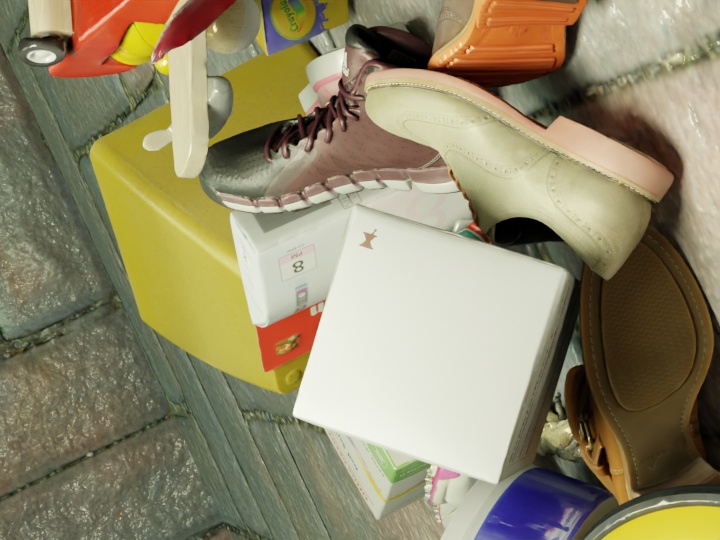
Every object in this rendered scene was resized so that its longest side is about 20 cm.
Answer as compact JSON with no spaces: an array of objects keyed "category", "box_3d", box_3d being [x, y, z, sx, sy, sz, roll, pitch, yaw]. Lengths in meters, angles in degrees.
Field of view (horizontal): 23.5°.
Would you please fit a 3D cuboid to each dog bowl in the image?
[{"category":"dog bowl","box_3d":[0.107,0.231,1.142,0.079,0.200,0.201,15,139,26]}]

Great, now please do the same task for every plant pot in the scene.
[{"category":"plant pot","box_3d":[-0.065,-0.025,1.352,0.176,0.200,0.200,44,155,40]}]

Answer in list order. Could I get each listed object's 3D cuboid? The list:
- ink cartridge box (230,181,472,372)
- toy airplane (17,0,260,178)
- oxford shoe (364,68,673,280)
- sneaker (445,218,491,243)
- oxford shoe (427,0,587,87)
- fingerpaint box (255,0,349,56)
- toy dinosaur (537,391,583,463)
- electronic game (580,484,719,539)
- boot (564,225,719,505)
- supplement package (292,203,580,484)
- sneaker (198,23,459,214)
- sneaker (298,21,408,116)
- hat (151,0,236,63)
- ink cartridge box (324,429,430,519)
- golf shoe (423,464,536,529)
[{"category":"ink cartridge box","box_3d":[0.000,0.000,1.216,0.057,0.162,0.200,55,164,36]},{"category":"toy airplane","box_3d":[-0.113,-0.182,1.110,0.199,0.141,0.201,39,107,44]},{"category":"oxford shoe","box_3d":[0.069,-0.056,0.936,0.200,0.074,0.071,26,-179,40]},{"category":"sneaker","box_3d":[0.066,0.015,1.201,0.070,0.093,0.200,41,-179,9]},{"category":"oxford shoe","box_3d":[0.078,-0.150,0.932,0.200,0.071,0.073,130,137,-73]},{"category":"fingerpaint box","box_3d":[-0.079,-0.281,1.203,0.167,0.073,0.200,55,162,34]},{"category":"toy dinosaur","box_3d":[0.110,0.092,1.224,0.088,0.047,0.200,59,169,-6]},{"category":"electronic game","box_3d":[0.198,0.203,0.913,0.199,0.042,0.201,11,117,23]},{"category":"boot","box_3d":[0.150,0.065,0.999,0.155,0.073,0.201,-144,40,-79]},{"category":"supplement package","box_3d":[0.051,0.041,0.962,0.116,0.118,0.200,18,180,12]},{"category":"sneaker","box_3d":[-0.017,-0.103,1.074,0.116,0.199,0.076,71,-162,-45]},{"category":"sneaker","box_3d":[0.010,-0.101,1.187,0.200,0.075,0.105,145,101,-80]},{"category":"hat","box_3d":[-0.025,-0.213,0.826,0.200,0.175,0.166,-121,36,-53]},{"category":"ink cartridge box","box_3d":[0.021,0.149,1.564,0.117,0.067,0.200,59,164,19]},{"category":"golf shoe","box_3d":[0.095,0.146,1.241,0.200,0.091,0.076,64,-142,-72]}]
